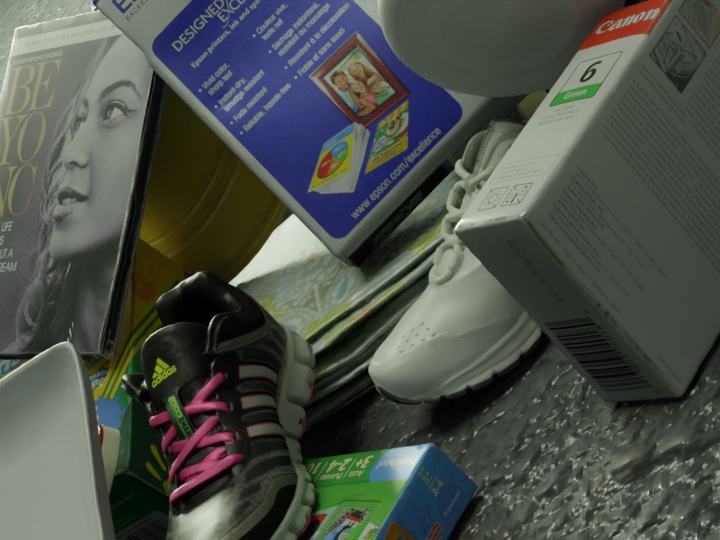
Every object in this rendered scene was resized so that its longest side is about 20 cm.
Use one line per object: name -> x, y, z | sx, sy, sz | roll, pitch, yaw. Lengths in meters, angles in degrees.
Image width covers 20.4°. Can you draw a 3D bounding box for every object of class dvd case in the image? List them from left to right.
dvd case -> -0.167, -0.049, 1.115 | 0.148, 0.016, 0.201 | -3, 72, 46

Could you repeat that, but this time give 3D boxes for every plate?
plate -> -0.169, 0.162, 0.906 | 0.200, 0.032, 0.201 | -31, 61, 32

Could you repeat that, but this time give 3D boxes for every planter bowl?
planter bowl -> -0.124, -0.086, 1.163 | 0.200, 0.083, 0.202 | -18, 64, 41

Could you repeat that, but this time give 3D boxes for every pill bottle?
pill bottle -> 0.063, -0.189, 0.943 | 0.112, 0.112, 0.201 | -29, 43, 32

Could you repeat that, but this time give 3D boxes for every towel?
towel -> 0.000, 0.000, 1.093 | 0.171, 0.048, 0.200 | -37, 22, 10

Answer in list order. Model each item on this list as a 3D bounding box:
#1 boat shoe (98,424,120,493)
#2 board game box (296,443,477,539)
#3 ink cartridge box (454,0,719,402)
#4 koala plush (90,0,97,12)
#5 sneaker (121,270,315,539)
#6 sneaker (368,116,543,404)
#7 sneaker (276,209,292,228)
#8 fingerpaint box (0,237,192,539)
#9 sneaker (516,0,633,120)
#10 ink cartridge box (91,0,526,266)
boat shoe -> -0.174, 0.163, 0.978 | 0.071, 0.062, 0.201 | -145, 72, -73
board game box -> -0.050, 0.168, 0.879 | 0.151, 0.037, 0.200 | -14, 37, 52
ink cartridge box -> 0.135, -0.054, 0.861 | 0.050, 0.109, 0.200 | -10, 39, 55
koala plush -> -0.116, -0.171, 1.470 | 0.184, 0.177, 0.200 | -53, 21, 7
sneaker -> -0.071, 0.071, 0.922 | 0.074, 0.087, 0.200 | -33, 27, 23
sneaker -> 0.069, -0.022, 0.951 | 0.200, 0.087, 0.074 | -48, 23, -7
sneaker -> -0.086, -0.054, 1.310 | 0.200, 0.075, 0.115 | -39, 21, -2
fingerpaint box -> -0.173, 0.102, 1.112 | 0.199, 0.073, 0.168 | -32, 41, 27
sneaker -> 0.108, -0.146, 1.130 | 0.088, 0.074, 0.200 | -34, 23, 19
ink cartridge box -> -0.004, -0.140, 1.044 | 0.198, 0.200, 0.047 | -45, -18, 2
